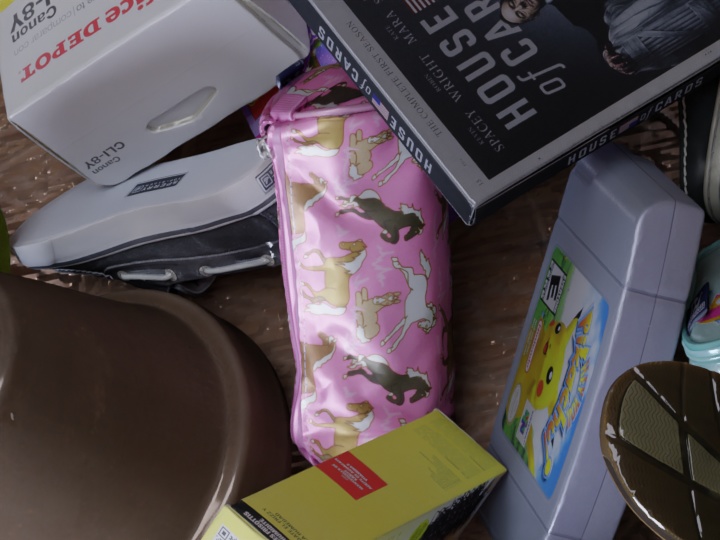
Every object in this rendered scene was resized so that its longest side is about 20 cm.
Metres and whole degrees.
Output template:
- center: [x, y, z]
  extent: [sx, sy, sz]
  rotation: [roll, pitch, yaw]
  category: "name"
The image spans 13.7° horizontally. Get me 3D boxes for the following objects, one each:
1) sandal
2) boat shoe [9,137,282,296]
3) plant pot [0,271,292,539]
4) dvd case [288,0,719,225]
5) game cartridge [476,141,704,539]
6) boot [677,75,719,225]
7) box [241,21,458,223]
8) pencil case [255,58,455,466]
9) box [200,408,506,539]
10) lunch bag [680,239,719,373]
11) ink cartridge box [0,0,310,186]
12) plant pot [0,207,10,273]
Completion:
- center: [0.183, 0.107, 1.301]
  extent: [0.055, 0.199, 0.082]
  rotation: [-30, 42, 58]
  category: "sandal"
- center: [-0.101, -0.017, 1.553]
  extent: [0.199, 0.068, 0.072]
  rotation: [-12, 27, 40]
  category: "boat shoe"
- center: [-0.162, 0.082, 1.473]
  extent: [0.199, 0.174, 0.201]
  rotation: [-18, 58, 30]
  category: "plant pot"
- center: [0.087, -0.126, 1.400]
  extent: [0.199, 0.025, 0.151]
  rotation: [-31, 69, -20]
  category: "dvd case"
- center: [0.104, 0.050, 1.394]
  extent: [0.133, 0.040, 0.201]
  rotation: [-131, 54, -69]
  category: "game cartridge"
- center: [0.132, -0.112, 1.482]
  extent: [0.153, 0.073, 0.205]
  rotation: [-3, 65, 24]
  category: "boot"
- center: [0.028, -0.101, 1.497]
  extent: [0.200, 0.039, 0.137]
  rotation: [-44, 61, 34]
  category: "box"
- center: [0.000, 0.000, 1.450]
  extent: [0.086, 0.083, 0.201]
  rotation: [3, 115, 19]
  category: "pencil case"
- center: [-0.010, 0.122, 1.356]
  extent: [0.050, 0.200, 0.075]
  rotation: [41, 117, 17]
  category: "box"
- center: [0.239, 0.009, 1.360]
  extent: [0.199, 0.161, 0.077]
  rotation: [-18, 110, 16]
  category: "lunch bag"
- center: [-0.118, -0.168, 1.561]
  extent: [0.145, 0.083, 0.201]
  rotation: [-31, 50, 22]
  category: "ink cartridge box"
- center: [-0.294, -0.005, 1.564]
  extent: [0.192, 0.200, 0.202]
  rotation: [15, 81, 25]
  category: "plant pot"
